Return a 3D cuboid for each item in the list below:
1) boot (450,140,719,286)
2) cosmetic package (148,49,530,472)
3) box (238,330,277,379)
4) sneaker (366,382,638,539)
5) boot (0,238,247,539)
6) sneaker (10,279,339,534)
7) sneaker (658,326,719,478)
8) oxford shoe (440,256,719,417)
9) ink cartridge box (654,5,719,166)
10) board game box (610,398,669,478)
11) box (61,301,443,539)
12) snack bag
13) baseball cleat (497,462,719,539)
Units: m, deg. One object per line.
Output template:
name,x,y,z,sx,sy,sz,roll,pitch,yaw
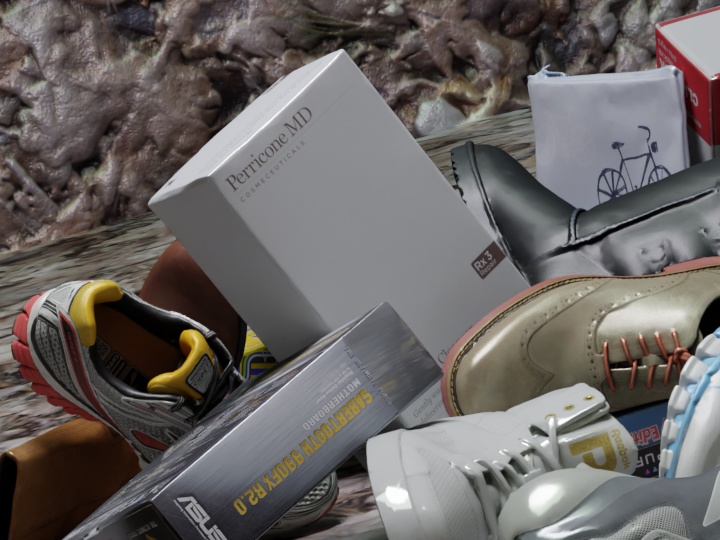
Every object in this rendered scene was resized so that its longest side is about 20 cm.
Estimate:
boot,0.146,-0.027,1.612,0.162,0.074,0.199,-22,39,3
cosmetic package,0.000,0.000,1.475,0.113,0.200,0.081,-46,15,-25
box,-0.049,0.072,1.845,0.199,0.070,0.064,-19,11,-30
sneaker,0.069,0.092,1.312,0.115,0.074,0.200,-16,6,9
boot,-0.153,0.079,1.618,0.068,0.189,0.200,34,25,17
sneaker,-0.094,0.076,1.539,0.082,0.200,0.078,-29,32,57
sneaker,0.210,0.052,1.356,0.086,0.075,0.200,17,58,28
oxford shoe,0.136,0.036,1.433,0.199,0.071,0.075,-18,14,-21
ink cartridge box,0.262,-0.063,1.723,0.144,0.201,0.084,-16,33,-14
board game box,0.121,0.085,1.533,0.150,0.047,0.200,-16,8,-16
box,-0.063,0.099,1.403,0.158,0.048,0.200,-40,4,-26
snack bag,0.151,-0.026,1.730,0.021,0.201,0.188,-5,4,-24
baseball cleat,0.157,0.121,1.202,0.199,0.070,0.107,-7,34,-25
